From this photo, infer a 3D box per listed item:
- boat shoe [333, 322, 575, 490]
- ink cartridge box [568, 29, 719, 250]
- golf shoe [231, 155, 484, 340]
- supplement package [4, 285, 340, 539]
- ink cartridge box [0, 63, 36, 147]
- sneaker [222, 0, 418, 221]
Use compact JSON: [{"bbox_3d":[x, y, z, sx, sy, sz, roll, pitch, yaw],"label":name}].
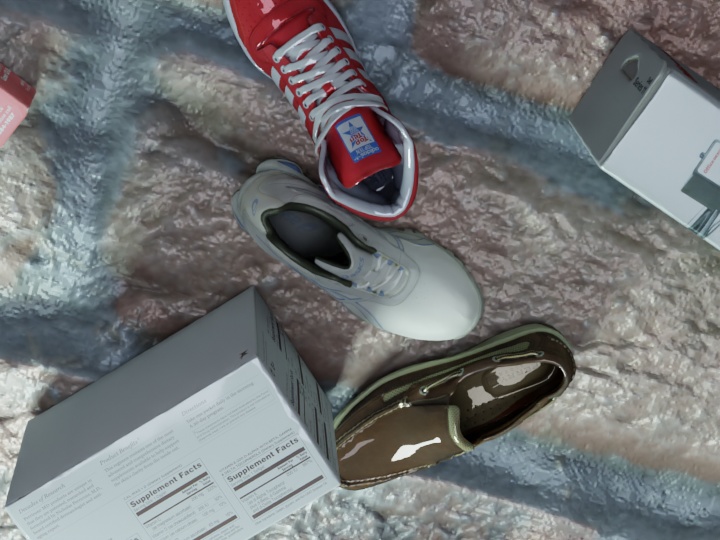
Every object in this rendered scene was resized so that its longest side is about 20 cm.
[{"bbox_3d":[0.061,0.102,1.374,0.202,0.075,0.075,-31,106,5],"label":"boat shoe"},{"bbox_3d":[0.250,-0.067,1.301,0.200,0.147,0.083,34,103,-11],"label":"ink cartridge box"},{"bbox_3d":[0.000,0.000,1.331,0.199,0.097,0.079,28,101,-12],"label":"golf shoe"},{"bbox_3d":[-0.128,0.126,1.327,0.199,0.156,0.111,-30,107,5],"label":"supplement package"},{"bbox_3d":[-0.334,-0.132,1.286,0.200,0.068,0.117,38,100,-14],"label":"ink cartridge box"},{"bbox_3d":[-0.023,-0.120,1.285,0.071,0.113,0.200,-34,105,6],"label":"sneaker"}]
